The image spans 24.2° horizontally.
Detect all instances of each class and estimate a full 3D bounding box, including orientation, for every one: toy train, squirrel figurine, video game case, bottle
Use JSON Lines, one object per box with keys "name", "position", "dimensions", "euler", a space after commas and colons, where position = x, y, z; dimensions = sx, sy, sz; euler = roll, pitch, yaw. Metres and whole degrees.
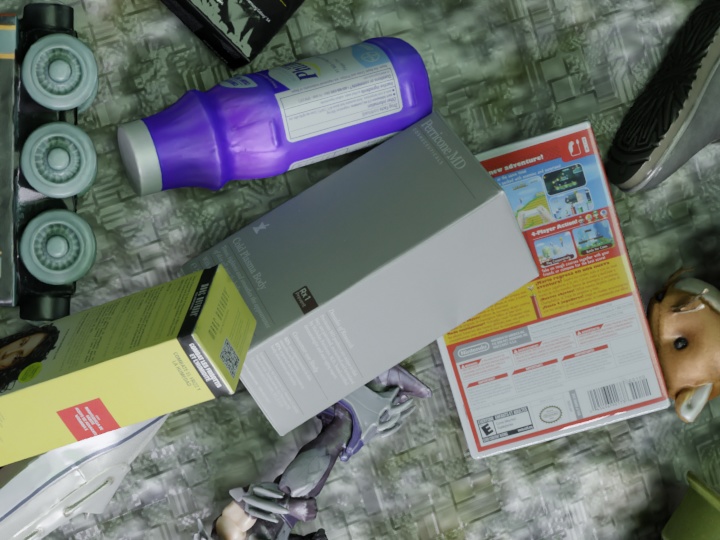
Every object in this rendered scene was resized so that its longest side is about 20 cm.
{"name": "toy train", "position": [-0.218, -0.066, 1.031], "dimensions": [0.113, 0.085, 0.202], "euler": [0, 91, -9]}
{"name": "squirrel figurine", "position": [0.298, 0.053, 1.165], "dimensions": [0.186, 0.142, 0.201], "euler": [-29, 116, 8]}
{"name": "video game case", "position": [0.116, 0.015, 1.141], "dimensions": [0.142, 0.017, 0.202], "euler": [-16, 96, 10]}
{"name": "bottle", "position": [-0.056, -0.097, 1.081], "dimensions": [0.198, 0.083, 0.066], "euler": [-17, 107, -17]}

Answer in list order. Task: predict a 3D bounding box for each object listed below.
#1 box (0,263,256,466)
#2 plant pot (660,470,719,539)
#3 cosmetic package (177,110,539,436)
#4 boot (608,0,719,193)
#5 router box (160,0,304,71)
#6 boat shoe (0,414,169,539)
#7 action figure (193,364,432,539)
{"name": "box", "position": [-0.163, 0.062, 0.995], "dimensions": [0.198, 0.076, 0.050], "euler": [-18, 119, 20]}
{"name": "plant pot", "position": [0.235, 0.276, 1.151], "dimensions": [0.200, 0.200, 0.190], "euler": [43, 91, -15]}
{"name": "cosmetic package", "position": [0.000, 0.000, 1.061], "dimensions": [0.199, 0.107, 0.090], "euler": [-35, 133, -2]}
{"name": "boot", "position": [0.294, -0.082, 1.215], "dimensions": [0.200, 0.072, 0.183], "euler": [39, 81, -22]}
{"name": "router box", "position": [-0.101, -0.252, 1.077], "dimensions": [0.200, 0.051, 0.149], "euler": [44, 77, -15]}
{"name": "boat shoe", "position": [-0.182, 0.123, 1.060], "dimensions": [0.199, 0.071, 0.070], "euler": [-38, 130, -18]}
{"name": "action figure", "position": [-0.040, 0.141, 1.078], "dimensions": [0.069, 0.130, 0.200], "euler": [36, 74, 9]}
